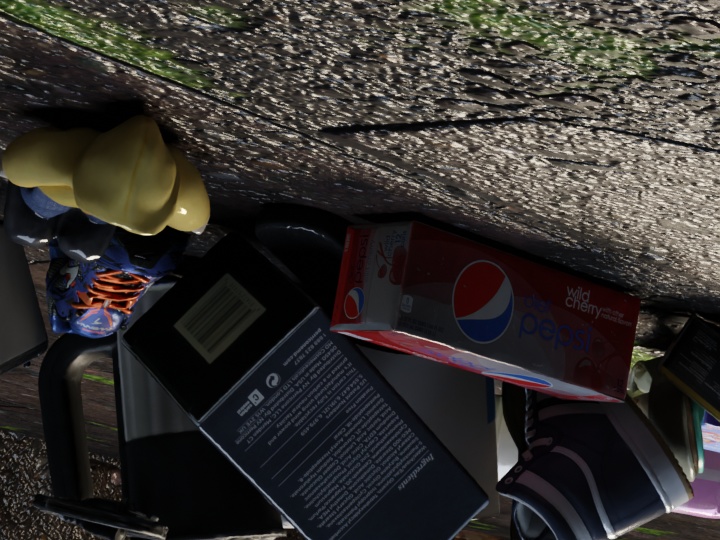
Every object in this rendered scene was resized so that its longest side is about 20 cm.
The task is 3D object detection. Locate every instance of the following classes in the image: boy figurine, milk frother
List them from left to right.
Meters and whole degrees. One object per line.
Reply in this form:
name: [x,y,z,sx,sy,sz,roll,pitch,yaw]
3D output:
boy figurine: [-0.136,-0.044,1.235,0.124,0.065,0.200,17,172,-20]
milk frother: [-0.145,0.103,1.591,0.179,0.189,0.200,-5,171,-7]

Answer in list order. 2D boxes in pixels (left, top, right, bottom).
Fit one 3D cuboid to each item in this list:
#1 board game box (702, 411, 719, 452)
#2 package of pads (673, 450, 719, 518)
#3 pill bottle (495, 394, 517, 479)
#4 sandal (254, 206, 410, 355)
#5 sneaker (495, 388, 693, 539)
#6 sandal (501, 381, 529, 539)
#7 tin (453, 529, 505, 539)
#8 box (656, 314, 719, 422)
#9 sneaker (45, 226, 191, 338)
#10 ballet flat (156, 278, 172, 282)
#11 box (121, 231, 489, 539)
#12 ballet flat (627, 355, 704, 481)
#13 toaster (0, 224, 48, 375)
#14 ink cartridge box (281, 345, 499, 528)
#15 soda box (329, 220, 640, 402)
board game box: [0.327,0.120,1.714,0.199,0.045,0.134,14,170,-16]
package of pads: [0.235,0.163,1.944,0.199,0.076,0.120,9,178,15]
pill bottle: [0.044,0.128,1.877,0.199,0.113,0.112,9,170,7]
sandal: [0.000,0.000,1.424,0.075,0.045,0.200,-1,152,27]
sneaker: [0.125,0.109,1.474,0.070,0.108,0.200,59,176,-40]
sandal: [0.136,0.117,1.549,0.081,0.201,0.055,9,138,0]
tin: [0.084,0.213,1.547,0.112,0.042,0.200,9,-178,-36]
box: [0.305,0.116,1.446,0.159,0.049,0.200,20,-163,-50]
sneaker: [-0.166,0.006,1.503,0.075,0.079,0.200,13,170,-16]
ballet flat: [-0.148,0.054,1.800,0.069,0.070,0.200,9,171,8]
box: [-0.036,0.095,1.448,0.200,0.107,0.148,48,175,-31]
ballet flat: [0.204,0.103,1.540,0.063,0.068,0.200,-7,-172,10]
toaster: [-0.357,0.037,1.612,0.180,0.119,0.200,4,-160,35]
ink cartridge box: [0.011,0.117,1.677,0.145,0.148,0.200,0,173,-10]
soda box: [0.079,0.026,1.372,0.199,0.070,0.063,18,167,-38]
